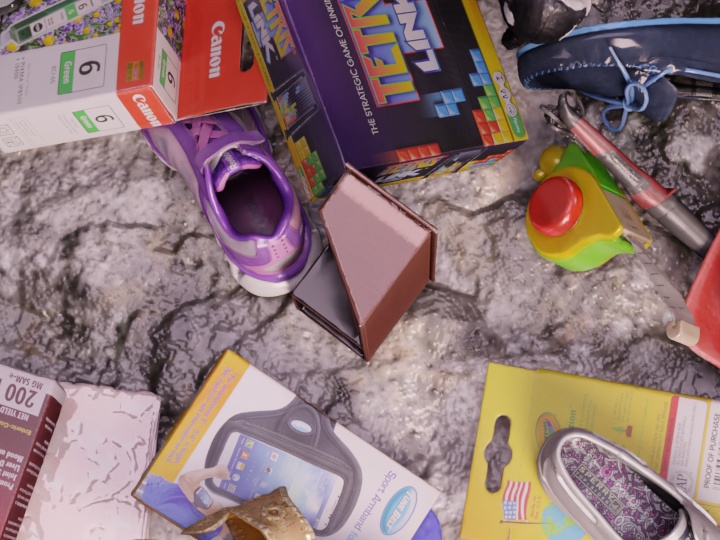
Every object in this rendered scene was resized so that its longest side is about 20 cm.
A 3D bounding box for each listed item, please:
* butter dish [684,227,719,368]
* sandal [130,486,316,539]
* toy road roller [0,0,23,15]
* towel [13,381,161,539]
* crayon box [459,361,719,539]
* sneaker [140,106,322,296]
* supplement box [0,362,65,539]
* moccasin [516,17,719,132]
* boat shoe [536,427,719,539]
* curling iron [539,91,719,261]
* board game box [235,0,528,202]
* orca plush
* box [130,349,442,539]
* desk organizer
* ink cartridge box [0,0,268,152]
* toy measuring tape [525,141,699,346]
[{"bbox_3d":[0.345,0.001,1.321,0.199,0.148,0.201,30,80,-2],"label":"butter dish"},{"bbox_3d":[-0.048,0.177,1.298,0.211,0.078,0.070,15,64,-11],"label":"sandal"},{"bbox_3d":[-0.260,-0.289,1.376,0.200,0.146,0.123,-47,52,-11],"label":"toy road roller"},{"bbox_3d":[-0.243,0.167,1.363,0.199,0.032,0.192,7,78,2],"label":"towel"},{"bbox_3d":[0.173,0.140,1.352,0.199,0.051,0.128,11,80,2],"label":"crayon box"},{"bbox_3d":[-0.095,-0.080,1.379,0.080,0.088,0.201,-32,78,-3],"label":"sneaker"},{"bbox_3d":[-0.280,0.154,1.319,0.108,0.061,0.201,17,80,2],"label":"supplement box"},{"bbox_3d":[0.210,-0.138,1.392,0.199,0.080,0.069,-5,83,1],"label":"moccasin"},{"bbox_3d":[0.199,0.173,1.285,0.072,0.069,0.200,-42,82,-7],"label":"boat shoe"},{"bbox_3d":[0.202,-0.056,1.374,0.200,0.050,0.026,40,111,-10],"label":"curling iron"},{"bbox_3d":[0.008,-0.160,1.370,0.165,0.057,0.201,-13,77,-37],"label":"board game box"},{"bbox_3d":[0.104,-0.191,1.372,0.105,0.200,0.071,18,115,-28],"label":"orca plush"},{"bbox_3d":[-0.041,0.157,1.345,0.200,0.041,0.119,33,81,-1],"label":"box"},{"bbox_3d":[0.000,0.000,1.307,0.072,0.200,0.077,36,84,7],"label":"desk organizer"},{"bbox_3d":[-0.163,-0.153,1.372,0.199,0.050,0.109,-9,59,16],"label":"ink cartridge box"},{"bbox_3d":[0.162,-0.009,1.353,0.073,0.074,0.200,-22,51,-3],"label":"toy measuring tape"}]
